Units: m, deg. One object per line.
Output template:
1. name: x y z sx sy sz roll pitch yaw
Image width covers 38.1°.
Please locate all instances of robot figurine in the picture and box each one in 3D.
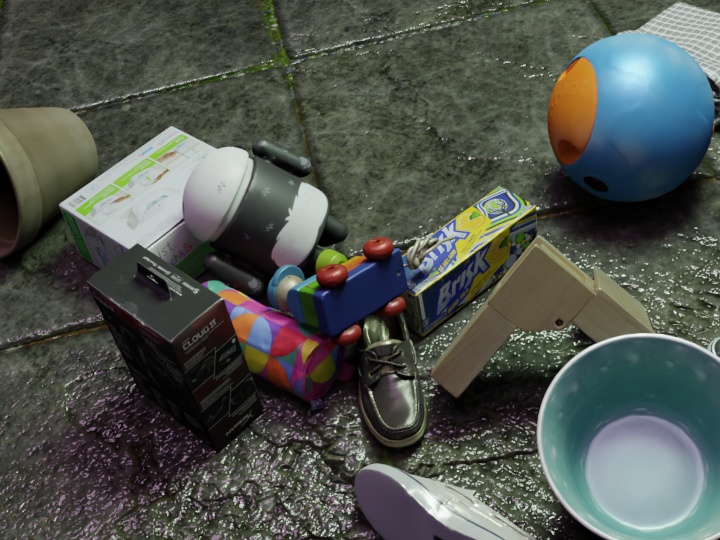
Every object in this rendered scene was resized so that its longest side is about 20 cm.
1. robot figurine: -0.117 -0.064 1.251 0.199 0.125 0.151 27 35 -18

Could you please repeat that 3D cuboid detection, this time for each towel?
1. towel: 0.462 -0.295 1.442 0.165 0.086 0.199 -37 48 -26

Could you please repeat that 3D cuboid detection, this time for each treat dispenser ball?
1. treat dispenser ball: 0.328 -0.185 1.268 0.199 0.202 0.202 -6 43 6

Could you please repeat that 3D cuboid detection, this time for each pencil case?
1. pencil case: -0.108 0.079 1.176 0.199 0.089 0.088 24 53 29

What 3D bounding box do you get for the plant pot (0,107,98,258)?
1. plant pot: -0.461 -0.140 1.424 0.199 0.202 0.173 20 33 30

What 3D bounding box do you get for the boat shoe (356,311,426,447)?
1. boat shoe: 0.025 0.101 1.133 0.072 0.065 0.201 -14 42 -2

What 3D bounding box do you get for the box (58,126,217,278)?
1. box: -0.253 -0.077 1.358 0.176 0.097 0.200 27 55 33

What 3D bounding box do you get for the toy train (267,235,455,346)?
1. toy train: 0.000 0.000 1.155 0.115 0.085 0.199 12 33 45

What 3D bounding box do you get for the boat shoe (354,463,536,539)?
1. boat shoe: 0.085 0.236 0.987 0.199 0.072 0.070 21 24 35

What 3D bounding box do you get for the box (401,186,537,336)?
1. box: 0.120 -0.013 1.229 0.199 0.070 0.064 -36 46 -24

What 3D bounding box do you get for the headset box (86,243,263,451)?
1. headset box: -0.197 0.075 1.109 0.148 0.201 0.077 28 55 36

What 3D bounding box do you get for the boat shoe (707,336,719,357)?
1. boat shoe: 0.440 0.105 1.037 0.073 0.068 0.199 -38 49 -26

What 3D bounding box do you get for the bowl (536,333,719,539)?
1. bowl: 0.264 0.171 0.958 0.199 0.105 0.203 -5 60 9

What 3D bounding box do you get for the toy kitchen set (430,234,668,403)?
1. toy kitchen set: 0.215 0.089 1.116 0.200 0.181 0.163 40 14 4
